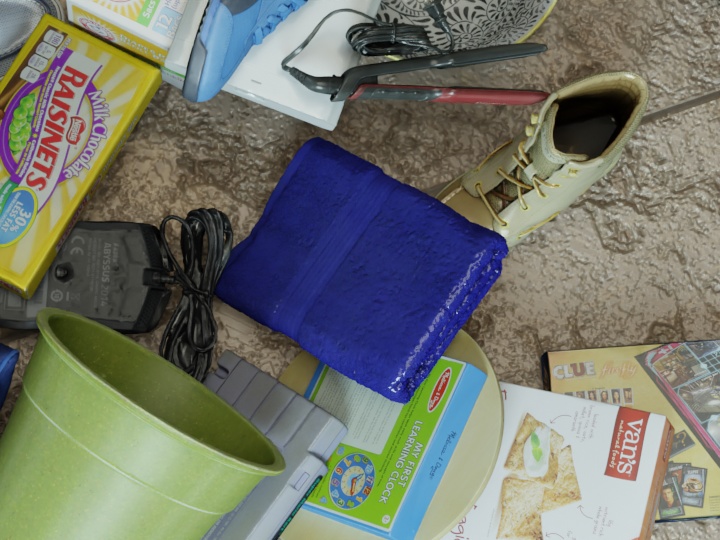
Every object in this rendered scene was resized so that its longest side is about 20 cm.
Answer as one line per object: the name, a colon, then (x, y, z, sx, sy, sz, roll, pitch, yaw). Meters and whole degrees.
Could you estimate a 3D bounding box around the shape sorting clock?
shape sorting clock: (0.012, 0.121, 1.536, 0.200, 0.039, 0.200, -16, 55, 24)

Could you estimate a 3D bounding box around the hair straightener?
hair straightener: (0.041, -0.159, 1.534, 0.200, 0.041, 0.077, -1, 91, -14)

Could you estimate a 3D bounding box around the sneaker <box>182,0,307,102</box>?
sneaker: (-0.062, -0.202, 1.500, 0.078, 0.066, 0.200, 25, 79, -8)

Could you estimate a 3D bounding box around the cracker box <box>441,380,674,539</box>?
cracker box: (0.117, 0.154, 1.548, 0.200, 0.058, 0.134, 10, 78, 17)

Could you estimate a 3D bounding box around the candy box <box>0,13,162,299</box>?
candy box: (-0.238, -0.086, 1.564, 0.102, 0.026, 0.200, 27, 72, 4)

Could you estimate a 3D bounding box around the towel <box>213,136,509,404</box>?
towel: (0.000, 0.000, 1.560, 0.200, 0.050, 0.148, 30, 82, 36)

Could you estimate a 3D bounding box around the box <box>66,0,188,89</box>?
box: (-0.131, -0.252, 1.611, 0.112, 0.101, 0.200, 25, 79, 0)

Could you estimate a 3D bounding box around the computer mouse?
computer mouse: (-0.200, 0.011, 1.582, 0.200, 0.053, 0.139, 8, 85, -1)

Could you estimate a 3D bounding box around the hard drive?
hard drive: (-0.047, -0.218, 1.550, 0.132, 0.026, 0.200, 21, 80, -5)

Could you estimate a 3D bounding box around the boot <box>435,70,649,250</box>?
boot: (0.122, -0.068, 1.568, 0.200, 0.155, 0.073, -33, 84, -9)

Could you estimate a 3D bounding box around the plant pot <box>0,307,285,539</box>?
plant pot: (-0.185, 0.158, 1.462, 0.200, 0.200, 0.190, 33, 96, 2)

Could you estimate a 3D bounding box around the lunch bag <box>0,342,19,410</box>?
lunch bag: (-0.324, 0.121, 1.488, 0.132, 0.200, 0.136, 30, 46, 3)

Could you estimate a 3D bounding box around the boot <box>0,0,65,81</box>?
boot: (-0.317, -0.166, 1.588, 0.200, 0.090, 0.073, -25, 82, -8)

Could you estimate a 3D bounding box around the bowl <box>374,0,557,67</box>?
bowl: (0.054, -0.240, 1.625, 0.201, 0.094, 0.201, 1, 80, -4)

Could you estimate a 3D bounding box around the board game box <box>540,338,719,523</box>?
board game box: (0.242, 0.122, 1.604, 0.200, 0.035, 0.136, -3, 80, -4)

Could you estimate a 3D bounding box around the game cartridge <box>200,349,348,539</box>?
game cartridge: (-0.109, 0.166, 1.536, 0.130, 0.038, 0.200, 30, 79, 36)
